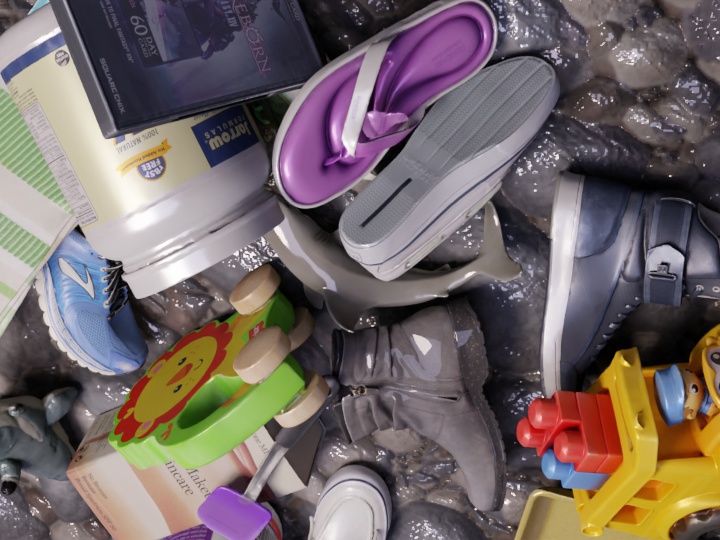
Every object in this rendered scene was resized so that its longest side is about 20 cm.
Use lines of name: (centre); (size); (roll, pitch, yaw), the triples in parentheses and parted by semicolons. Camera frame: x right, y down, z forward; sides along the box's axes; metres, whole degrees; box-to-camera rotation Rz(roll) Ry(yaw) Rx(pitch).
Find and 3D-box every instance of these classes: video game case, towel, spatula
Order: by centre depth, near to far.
video game case: (-0.115, -0.175, 0.858); (0.019, 0.199, 0.145); (-21, 92, 44)
towel: (-0.289, -0.060, 0.999); (0.152, 0.023, 0.201); (36, 78, -4)
spatula: (-0.072, 0.155, 1.062); (0.056, 0.021, 0.201); (30, 116, -10)

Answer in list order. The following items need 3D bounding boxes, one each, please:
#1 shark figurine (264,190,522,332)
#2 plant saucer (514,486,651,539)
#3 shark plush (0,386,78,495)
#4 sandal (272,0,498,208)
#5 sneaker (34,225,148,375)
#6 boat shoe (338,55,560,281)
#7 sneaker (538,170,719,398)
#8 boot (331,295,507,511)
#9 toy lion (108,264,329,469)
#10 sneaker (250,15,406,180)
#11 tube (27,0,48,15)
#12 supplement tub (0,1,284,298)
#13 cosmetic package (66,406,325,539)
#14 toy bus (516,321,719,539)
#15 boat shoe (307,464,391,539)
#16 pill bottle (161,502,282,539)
shark figurine: (0.017, 0.013, 1.027); (0.211, 0.090, 0.129); (7, 130, 5)
plant saucer: (0.225, 0.281, 1.172); (0.197, 0.049, 0.202); (14, 121, 2)
shark plush: (-0.298, 0.152, 1.123); (0.090, 0.200, 0.085); (-11, 86, 5)
sandal: (0.019, -0.123, 0.912); (0.202, 0.050, 0.083); (-44, 118, -8)
sneaker: (-0.221, -0.001, 1.071); (0.088, 0.079, 0.202); (-13, 117, 20)
boat shoe: (0.068, -0.075, 0.962); (0.199, 0.074, 0.067); (-39, 145, -1)
sneaker: (0.213, 0.029, 1.007); (0.144, 0.077, 0.205); (7, 120, 9)
boot: (0.045, 0.122, 1.079); (0.130, 0.070, 0.203); (-15, 110, -5)
toy lion: (-0.124, 0.095, 1.046); (0.191, 0.200, 0.069); (-38, 111, 8)
sneaker: (-0.060, -0.130, 0.975); (0.200, 0.077, 0.088); (47, 133, -12)
tube: (-0.173, -0.137, 1.004); (0.200, 0.050, 0.078); (41, 105, -9)
supplement tub: (-0.150, -0.098, 0.915); (0.144, 0.145, 0.202); (-24, 99, 22)
cosmetic package: (-0.143, 0.159, 1.145); (0.198, 0.088, 0.104); (-24, 113, 22)
toy bus: (0.224, 0.116, 0.981); (0.189, 0.137, 0.201); (9, 141, -15)
boat shoe: (-0.024, 0.276, 1.193); (0.074, 0.086, 0.204); (18, 122, -1)
pill bottle: (-0.136, 0.299, 1.155); (0.110, 0.201, 0.113); (4, 127, 5)
